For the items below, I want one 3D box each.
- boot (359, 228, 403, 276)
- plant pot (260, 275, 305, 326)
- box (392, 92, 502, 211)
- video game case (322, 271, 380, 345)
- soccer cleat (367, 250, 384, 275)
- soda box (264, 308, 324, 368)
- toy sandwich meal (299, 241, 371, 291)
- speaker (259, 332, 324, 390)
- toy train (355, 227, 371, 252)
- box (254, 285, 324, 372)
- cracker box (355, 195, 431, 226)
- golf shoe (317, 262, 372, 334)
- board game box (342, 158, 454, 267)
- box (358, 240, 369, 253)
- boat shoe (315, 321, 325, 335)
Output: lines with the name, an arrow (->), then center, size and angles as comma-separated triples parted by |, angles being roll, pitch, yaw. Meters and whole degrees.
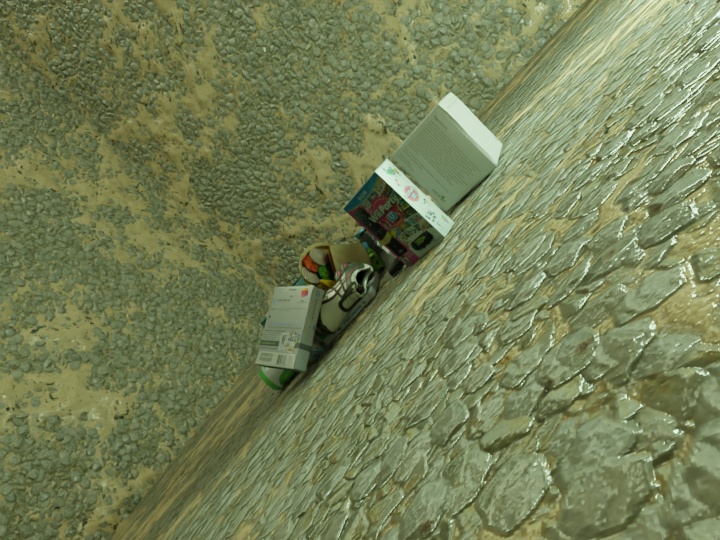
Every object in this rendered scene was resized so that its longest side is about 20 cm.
boot -> 0.050, -0.057, 1.313 | 0.070, 0.132, 0.200 | -47, 5, -1
plant pot -> -0.185, 0.140, 1.636 | 0.201, 0.161, 0.201 | -47, 8, 8
box -> 0.218, -0.295, 1.297 | 0.171, 0.200, 0.199 | -43, 6, 31
video game case -> -0.020, 0.094, 1.392 | 0.182, 0.022, 0.200 | -47, 5, 14
soccer cleat -> 0.000, 0.000, 1.522 | 0.200, 0.068, 0.081 | -40, 24, -13
soda box -> -0.171, 0.158, 1.351 | 0.064, 0.068, 0.200 | -47, 43, 4
toy sandwich meal -> -0.064, -0.009, 1.413 | 0.205, 0.205, 0.070 | -53, -1, -42
speaker -> -0.182, 0.225, 1.426 | 0.200, 0.088, 0.088 | -48, 5, 0
toy train -> 0.082, -0.140, 1.756 | 0.200, 0.116, 0.085 | -46, 6, 24
box -> -0.173, 0.138, 1.277 | 0.155, 0.041, 0.201 | -4, 68, 44
cracker box -> 0.096, -0.176, 1.559 | 0.134, 0.199, 0.058 | 143, 125, -65
golf shoe -> -0.039, 0.061, 1.282 | 0.088, 0.077, 0.201 | -7, 51, 45
board game box -> 0.080, -0.120, 1.146 | 0.148, 0.200, 0.064 | -42, 7, 50
box -> -0.007, -0.033, 1.844 | 0.200, 0.035, 0.110 | -51, -30, -25
boat shoe -> -0.091, 0.110, 1.386 | 0.072, 0.072, 0.200 | -48, -2, 11
